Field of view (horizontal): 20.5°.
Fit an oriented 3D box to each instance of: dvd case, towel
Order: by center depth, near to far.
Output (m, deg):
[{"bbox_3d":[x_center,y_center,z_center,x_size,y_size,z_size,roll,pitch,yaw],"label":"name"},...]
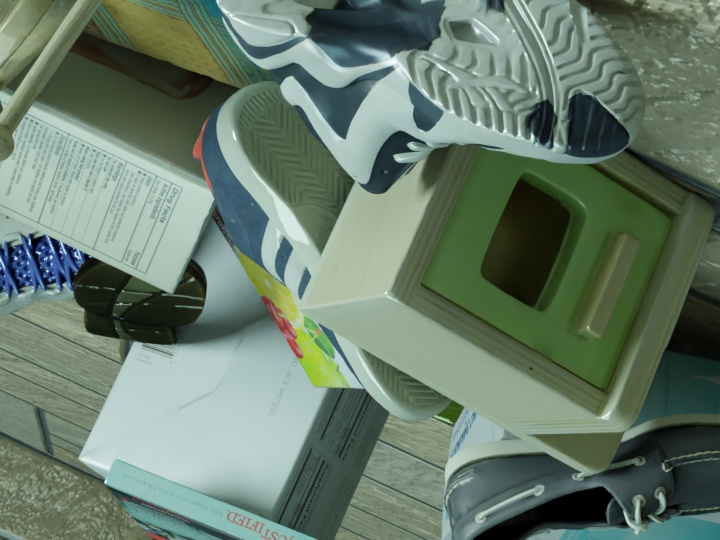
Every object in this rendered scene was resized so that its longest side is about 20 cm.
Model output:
[{"bbox_3d":[-0.092,-0.138,1.023,0.200,0.022,0.147,21,164,21],"label":"towel"},{"bbox_3d":[-0.082,0.180,1.312,0.146,0.022,0.200,20,165,12],"label":"dvd case"}]

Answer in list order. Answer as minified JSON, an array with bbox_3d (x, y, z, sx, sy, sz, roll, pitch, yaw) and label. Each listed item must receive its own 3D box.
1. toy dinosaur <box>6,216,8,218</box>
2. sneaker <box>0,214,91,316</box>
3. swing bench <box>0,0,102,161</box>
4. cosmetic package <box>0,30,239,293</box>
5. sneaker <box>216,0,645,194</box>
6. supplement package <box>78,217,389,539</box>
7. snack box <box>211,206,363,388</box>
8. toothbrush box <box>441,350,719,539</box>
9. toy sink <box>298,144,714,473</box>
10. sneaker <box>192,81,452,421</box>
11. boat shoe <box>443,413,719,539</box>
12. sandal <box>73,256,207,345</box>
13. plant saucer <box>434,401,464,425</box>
[{"bbox_3d":[-0.202,-0.068,1.305,0.136,0.102,0.200,9,153,2],"label":"toy dinosaur"},{"bbox_3d":[-0.208,-0.014,1.374,0.199,0.081,0.115,-13,-176,-25],"label":"sneaker"},{"bbox_3d":[-0.239,-0.151,0.962,0.199,0.130,0.200,37,164,-18],"label":"swing bench"},{"bbox_3d":[-0.170,-0.084,1.139,0.200,0.087,0.103,27,136,-4],"label":"cosmetic package"},{"bbox_3d":[0.038,-0.079,0.893,0.199,0.080,0.130,15,162,20],"label":"sneaker"},{"bbox_3d":[-0.070,0.081,1.381,0.156,0.200,0.111,17,163,26],"label":"supplement package"},{"bbox_3d":[0.000,0.000,1.176,0.142,0.053,0.200,59,154,-14],"label":"snack box"},{"bbox_3d":[0.163,0.117,1.207,0.200,0.085,0.146,13,146,-7],"label":"toothbrush box"},{"bbox_3d":[0.095,0.006,1.008,0.200,0.130,0.112,31,162,-21],"label":"toy sink"},{"bbox_3d":[-0.019,-0.007,1.065,0.200,0.075,0.085,59,150,-7],"label":"sneaker"},{"bbox_3d":[0.145,0.128,1.098,0.200,0.063,0.073,-6,133,11],"label":"boat shoe"},{"bbox_3d":[-0.137,0.007,1.269,0.082,0.055,0.200,12,166,-4],"label":"sandal"},{"bbox_3d":[0.060,0.082,1.515,0.200,0.031,0.200,22,165,6],"label":"plant saucer"}]
